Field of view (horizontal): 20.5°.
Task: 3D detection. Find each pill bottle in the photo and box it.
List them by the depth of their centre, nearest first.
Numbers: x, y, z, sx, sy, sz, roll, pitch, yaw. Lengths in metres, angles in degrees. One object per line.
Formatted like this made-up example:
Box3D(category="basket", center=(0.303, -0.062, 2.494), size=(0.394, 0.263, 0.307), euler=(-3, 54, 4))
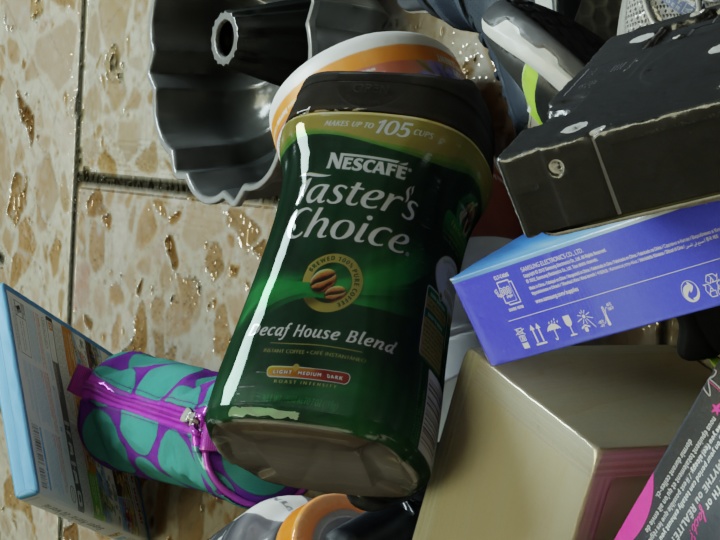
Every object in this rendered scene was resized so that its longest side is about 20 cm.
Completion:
Box3D(category="pill bottle", center=(0.029, -0.017, 1.055), size=(0.112, 0.112, 0.201), euler=(-47, 53, 45))
Box3D(category="pill bottle", center=(-0.057, 0.200, 1.184), size=(0.200, 0.106, 0.107), euler=(-41, 57, 47))

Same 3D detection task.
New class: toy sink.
Box3D(category="toy sink", center=(0.104, 0.147, 0.925), size=(0.112, 0.130, 0.201), euler=(38, 119, 49))

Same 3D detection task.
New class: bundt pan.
Box3D(category="bundt pan", center=(-0.051, -0.138, 1.208), size=(0.201, 0.075, 0.203), euler=(-4, 85, 56))

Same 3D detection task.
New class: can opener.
Box3D(category="can opener", center=(0.015, 0.120, 1.032), size=(0.200, 0.078, 0.064), euler=(-31, -48, -77))

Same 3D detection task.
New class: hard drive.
Box3D(category="hard drive", center=(0.161, -0.071, 0.697), size=(0.199, 0.140, 0.038), euler=(-15, 107, 30))

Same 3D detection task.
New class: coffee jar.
Box3D(category="coffee jar", center=(0.000, 0.000, 0.935), size=(0.104, 0.085, 0.201), euler=(3, 62, 19))

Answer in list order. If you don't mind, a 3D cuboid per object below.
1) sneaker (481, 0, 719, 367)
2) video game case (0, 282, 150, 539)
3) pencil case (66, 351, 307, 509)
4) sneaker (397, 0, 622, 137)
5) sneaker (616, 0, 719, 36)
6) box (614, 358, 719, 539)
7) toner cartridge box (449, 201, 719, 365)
Box3D(category="sneaker", center=(0.113, -0.036, 0.900), size=(0.200, 0.072, 0.083), euler=(47, 112, 11))
Box3D(category="video game case", center=(-0.197, 0.103, 1.348), size=(0.018, 0.200, 0.144), euler=(-17, 70, 10))
Box3D(category="pencil case", center=(-0.108, 0.098, 1.270), size=(0.200, 0.092, 0.086), euler=(4, 69, 57))
Box3D(category="sneaker", center=(0.082, -0.110, 1.013), size=(0.146, 0.077, 0.204), euler=(-1, 92, 60))
Box3D(category="sneaker", center=(0.141, -0.152, 0.814), size=(0.075, 0.082, 0.201), euler=(36, 130, 28))
Box3D(category="box", center=(0.193, 0.113, 0.790), size=(0.115, 0.132, 0.201), euler=(53, 131, 38))
Box3D(category="toner cartridge box", center=(0.134, -0.017, 0.777), size=(0.200, 0.095, 0.043), euler=(-20, 99, 52))
